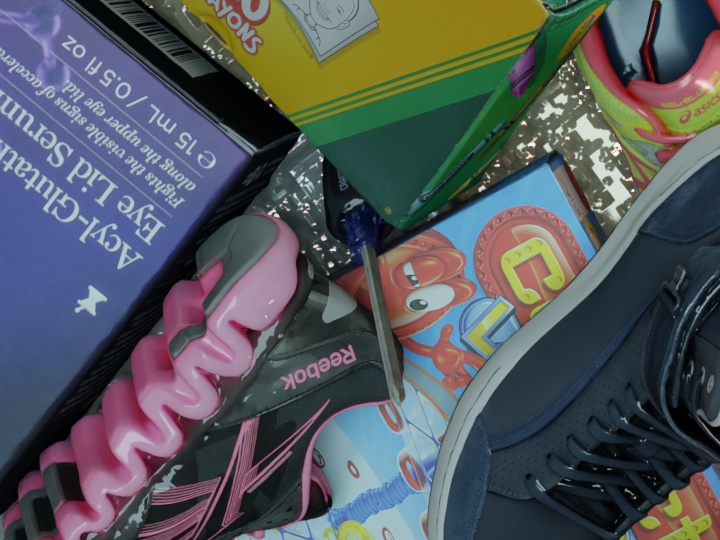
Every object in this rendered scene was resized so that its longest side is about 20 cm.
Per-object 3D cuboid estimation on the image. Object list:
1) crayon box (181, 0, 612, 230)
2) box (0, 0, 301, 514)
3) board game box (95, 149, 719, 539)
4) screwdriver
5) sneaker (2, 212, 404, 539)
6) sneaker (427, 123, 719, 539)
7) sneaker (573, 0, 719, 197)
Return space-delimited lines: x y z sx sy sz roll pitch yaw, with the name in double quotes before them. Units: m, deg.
"crayon box" -0.011 -0.129 1.035 0.200 0.058 0.119 47 133 12
"box" -0.142 -0.017 1.086 0.148 0.104 0.200 38 100 2
"board game box" 0.035 0.089 1.095 0.195 0.056 0.200 -29 91 11
"screwdriver" 0.000 0.000 1.023 0.029 0.200 0.028 -1 115 1
"sneaker" -0.059 0.078 1.049 0.095 0.079 0.200 32 110 -22
"sneaker" 0.099 0.058 0.972 0.077 0.146 0.203 27 106 -23
"sneaker" 0.122 -0.052 1.049 0.078 0.090 0.200 -32 92 9
